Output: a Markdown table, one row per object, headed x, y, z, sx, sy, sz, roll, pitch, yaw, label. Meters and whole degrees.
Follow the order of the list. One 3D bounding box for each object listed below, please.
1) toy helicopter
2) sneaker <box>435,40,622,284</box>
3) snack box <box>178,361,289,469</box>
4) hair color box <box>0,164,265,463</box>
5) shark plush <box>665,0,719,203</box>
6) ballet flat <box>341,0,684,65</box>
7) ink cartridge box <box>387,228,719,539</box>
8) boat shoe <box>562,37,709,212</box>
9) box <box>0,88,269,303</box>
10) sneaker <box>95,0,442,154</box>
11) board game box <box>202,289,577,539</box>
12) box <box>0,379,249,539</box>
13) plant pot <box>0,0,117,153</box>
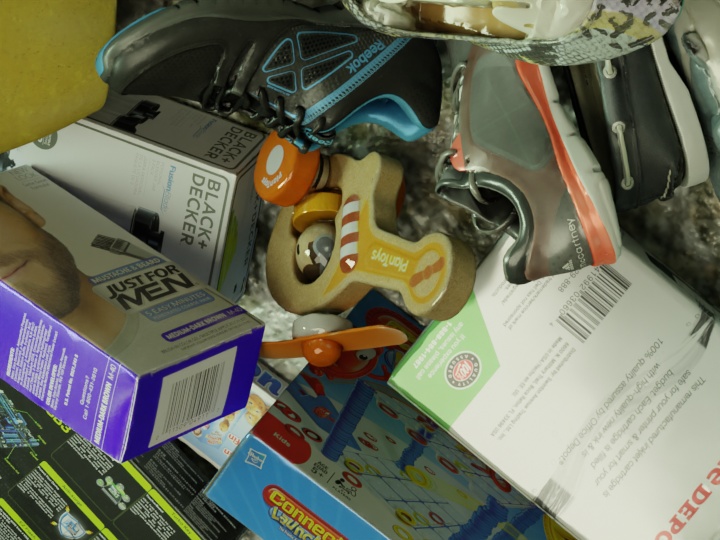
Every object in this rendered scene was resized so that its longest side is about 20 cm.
| x | y | z | sx | sy | sz | roll | pitch | yaw | label |
| --- | --- | --- | --- | --- | --- | --- | --- | --- | --- |
| 0.000 | 0.000 | 1.633 | 0.079 | 0.200 | 0.133 | 21 | 89 | -31 | toy helicopter |
| 0.070 | -0.077 | 1.588 | 0.082 | 0.200 | 0.077 | -23 | 145 | -3 | sneaker |
| -0.067 | 0.096 | 1.815 | 0.200 | 0.024 | 0.072 | 37 | 124 | 3 | snack box |
| -0.164 | 0.021 | 1.666 | 0.200 | 0.109 | 0.065 | 31 | 123 | 29 | hair color box |
| 0.178 | -0.113 | 1.592 | 0.200 | 0.091 | 0.083 | 49 | 153 | -10 | shark plush |
| 0.070 | -0.146 | 1.540 | 0.200 | 0.072 | 0.072 | 7 | 117 | 32 | ballet flat |
| 0.138 | 0.066 | 1.653 | 0.200 | 0.084 | 0.146 | 40 | 99 | 1 | ink cartridge box |
| 0.126 | -0.130 | 1.579 | 0.060 | 0.076 | 0.201 | -23 | 91 | -11 | boat shoe |
| -0.160 | -0.053 | 1.762 | 0.199 | 0.060 | 0.117 | 21 | 120 | 12 | box |
| -0.046 | -0.108 | 1.616 | 0.073 | 0.199 | 0.082 | 138 | 125 | -69 | sneaker |
| 0.037 | 0.126 | 1.685 | 0.200 | 0.196 | 0.056 | 37 | 122 | 2 | board game box |
| -0.198 | 0.143 | 1.869 | 0.200 | 0.048 | 0.193 | 47 | 127 | -3 | box |
| -0.212 | -0.147 | 1.651 | 0.141 | 0.200 | 0.201 | 2 | 119 | -11 | plant pot |
